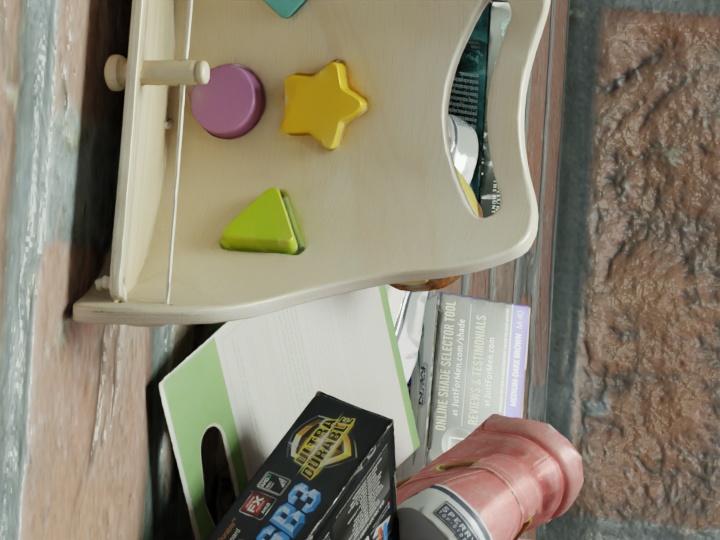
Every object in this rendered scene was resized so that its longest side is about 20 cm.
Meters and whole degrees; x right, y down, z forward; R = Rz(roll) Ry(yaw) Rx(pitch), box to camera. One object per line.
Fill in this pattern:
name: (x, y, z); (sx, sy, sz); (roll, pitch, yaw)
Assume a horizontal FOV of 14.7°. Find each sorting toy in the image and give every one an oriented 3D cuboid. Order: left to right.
sorting toy: (-0.014, -0.070, 1.145); (0.107, 0.180, 0.200); (30, 64, -80)

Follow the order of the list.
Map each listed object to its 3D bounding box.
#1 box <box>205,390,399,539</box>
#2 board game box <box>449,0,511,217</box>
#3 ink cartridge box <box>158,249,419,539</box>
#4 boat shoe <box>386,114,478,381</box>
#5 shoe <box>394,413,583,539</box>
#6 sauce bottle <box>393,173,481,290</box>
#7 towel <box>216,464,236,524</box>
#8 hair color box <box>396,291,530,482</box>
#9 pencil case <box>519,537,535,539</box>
box: (-0.044, 0.193, 1.301); (0.200, 0.050, 0.199); (-53, 153, -37)
board game box: (0.041, -0.098, 1.672); (0.200, 0.028, 0.136); (-161, -107, -65)
ink cartridge box: (-0.047, 0.069, 1.367); (0.200, 0.048, 0.146); (-40, 126, -48)
boat shoe: (0.000, 0.000, 1.532); (0.071, 0.070, 0.200); (14, -98, 59)
shoe: (0.040, 0.133, 1.417); (0.091, 0.072, 0.200); (-35, 178, -28)
sauce bottle: (0.000, -0.056, 1.297); (0.200, 0.066, 0.066); (53, 39, -59)
towel: (-0.046, 0.156, 1.513); (0.200, 0.034, 0.133); (-34, 127, -80)
hair color box: (0.040, 0.087, 1.715); (0.200, 0.065, 0.110); (143, -47, -71)
pencil case: (0.075, 0.187, 1.558); (0.087, 0.200, 0.088); (-169, -90, -82)
